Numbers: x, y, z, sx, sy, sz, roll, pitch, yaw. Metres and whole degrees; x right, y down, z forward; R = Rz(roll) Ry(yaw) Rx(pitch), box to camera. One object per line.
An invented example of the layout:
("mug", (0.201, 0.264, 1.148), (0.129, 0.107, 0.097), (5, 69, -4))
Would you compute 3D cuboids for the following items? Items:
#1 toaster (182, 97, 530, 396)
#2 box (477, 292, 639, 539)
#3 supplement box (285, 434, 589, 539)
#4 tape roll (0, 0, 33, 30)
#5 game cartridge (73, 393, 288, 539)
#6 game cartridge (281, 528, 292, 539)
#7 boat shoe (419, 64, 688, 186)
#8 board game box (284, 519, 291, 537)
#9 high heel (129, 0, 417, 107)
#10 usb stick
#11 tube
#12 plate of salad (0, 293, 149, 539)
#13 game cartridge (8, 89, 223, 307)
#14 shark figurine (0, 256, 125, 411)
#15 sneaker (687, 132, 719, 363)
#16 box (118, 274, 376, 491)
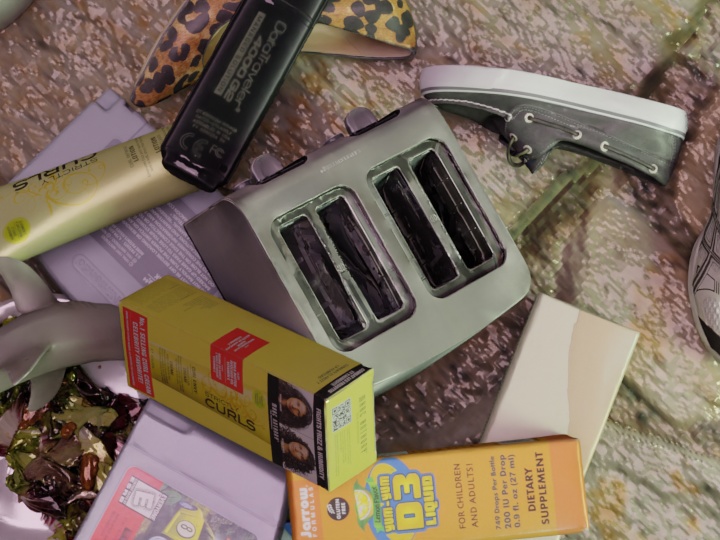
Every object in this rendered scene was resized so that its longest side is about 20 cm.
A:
("toaster", (0.000, 0.000, 1.398), (0.180, 0.119, 0.201), (-27, 86, -25))
("box", (0.124, 0.124, 1.419), (0.077, 0.095, 0.201), (21, 89, 4))
("supplement box", (0.050, 0.152, 1.340), (0.198, 0.069, 0.067), (-7, 87, 2))
("tape roll", (-0.331, -0.273, 1.468), (0.201, 0.139, 0.205), (0, 85, 5))
("game cartridge", (-0.132, 0.202, 1.386), (0.132, 0.041, 0.201), (27, 87, 3))
("game cartridge", (-0.127, 0.251, 1.415), (0.200, 0.040, 0.134), (-42, 79, 0))
("boat shoe", (0.137, -0.102, 1.453), (0.198, 0.070, 0.067), (12, 85, -2))
("board game box", (-0.077, 0.254, 1.450), (0.198, 0.045, 0.136), (-9, 84, 4))
("high heel", (-0.061, -0.158, 1.464), (0.142, 0.071, 0.200), (43, 79, 13))
("usb stick", (-0.076, -0.149, 1.410), (0.055, 0.033, 0.201), (29, 72, -4))
("tube", (-0.194, -0.054, 1.422), (0.199, 0.058, 0.052), (-21, 100, -4))
("plate of salad", (-0.235, 0.117, 1.474), (0.198, 0.048, 0.202), (0, 85, 4))
("game cartridge", (-0.161, -0.020, 1.467), (0.200, 0.040, 0.133), (44, 76, 7))
("shark figurine", (-0.247, 0.084, 1.376), (0.214, 0.090, 0.128), (-43, 111, -1))
("sneaker", (0.276, -0.028, 1.422), (0.075, 0.088, 0.202), (3, 87, 3))
("box", (-0.077, 0.072, 1.334), (0.199, 0.050, 0.076), (24, 128, 37))
